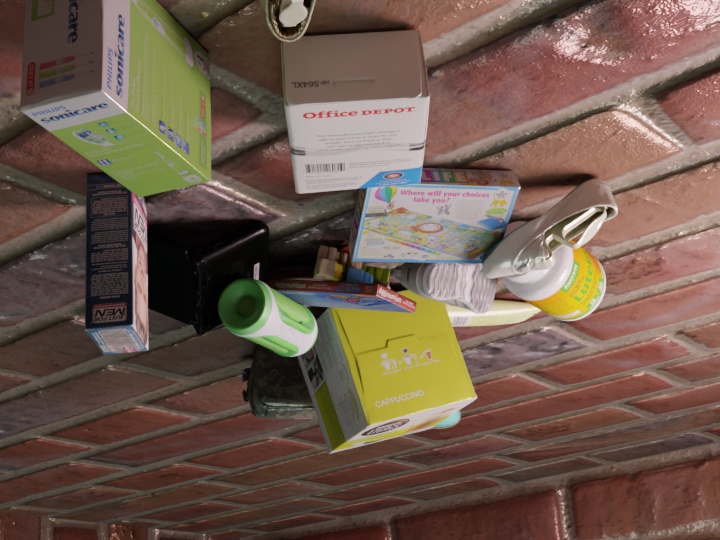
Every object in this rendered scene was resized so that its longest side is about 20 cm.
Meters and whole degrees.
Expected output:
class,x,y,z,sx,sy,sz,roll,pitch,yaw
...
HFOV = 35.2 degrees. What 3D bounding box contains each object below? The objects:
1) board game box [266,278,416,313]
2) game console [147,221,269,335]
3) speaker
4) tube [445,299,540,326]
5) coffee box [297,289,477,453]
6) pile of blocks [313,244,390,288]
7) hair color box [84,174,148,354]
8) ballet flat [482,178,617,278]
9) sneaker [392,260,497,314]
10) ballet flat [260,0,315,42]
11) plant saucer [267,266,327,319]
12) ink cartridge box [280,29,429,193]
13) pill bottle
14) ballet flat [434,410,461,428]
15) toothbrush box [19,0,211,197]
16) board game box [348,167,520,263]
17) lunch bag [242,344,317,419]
class,x,y,z,sx,sy,sz,roll,pitch,yaw
board game box,-0.029,0.036,1.645,0.199,0.020,0.103,3,167,36
game console,-0.232,-0.009,1.612,0.175,0.117,0.200,-29,155,-22
speaker,-0.131,0.071,1.649,0.088,0.089,0.200,-11,162,17
tube,0.214,0.070,1.911,0.199,0.052,0.058,3,-161,-26
coffee box,0.036,0.161,1.838,0.199,0.201,0.198,-11,163,-25
pile of blocks,0.000,0.000,1.652,0.082,0.062,0.200,5,169,26
hair color box,-0.297,-0.008,1.393,0.060,0.201,0.100,-4,159,0
ballet flat,0.251,-0.043,1.485,0.200,0.070,0.069,-36,155,2
sneaker,0.125,0.011,1.599,0.082,0.075,0.200,14,177,38
ballet flat,-0.050,-0.266,0.972,0.067,0.063,0.200,-2,158,-8
plant saucer,-0.099,0.035,1.775,0.199,0.032,0.200,-4,159,-2
ink cartridge box,-0.006,-0.165,1.208,0.145,0.085,0.200,-4,158,-2
pill bottle,0.268,-0.002,1.639,0.111,0.112,0.200,-17,156,29
ballet flat,0.120,0.310,2.491,0.199,0.070,0.069,5,157,-19
toothbrush box,-0.220,-0.177,1.055,0.086,0.146,0.200,-10,159,17
board game box,0.093,-0.070,1.469,0.199,0.034,0.135,1,133,-13
lunch bag,-0.110,0.208,2.063,0.199,0.140,0.168,1,158,-11
